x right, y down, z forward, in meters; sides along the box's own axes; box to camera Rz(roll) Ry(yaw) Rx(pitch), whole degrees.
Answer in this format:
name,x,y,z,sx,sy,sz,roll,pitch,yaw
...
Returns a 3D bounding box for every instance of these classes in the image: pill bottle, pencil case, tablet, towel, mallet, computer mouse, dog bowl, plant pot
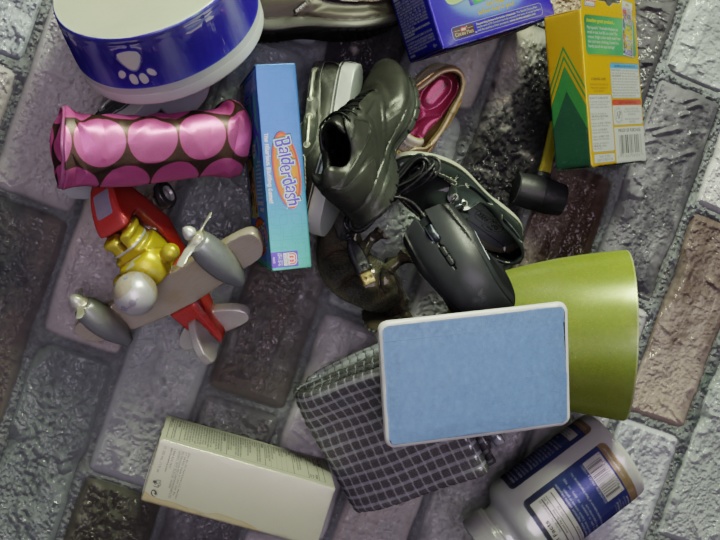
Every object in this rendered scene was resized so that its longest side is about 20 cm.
name,x,y,z,sx,sy,sz,roll,pitch,yaw
pill bottle,0.222,0.270,1.044,0.199,0.111,0.112,-35,98,-4
pencil case,-0.214,-0.130,0.901,0.197,0.094,0.091,-6,137,-30
tablet,0.117,0.105,0.901,0.197,0.014,0.132,-6,100,-8
towel,0.039,0.166,0.981,0.198,0.085,0.167,-25,97,31
mallet,0.238,-0.163,1.053,0.065,0.041,0.203,21,87,-8
computer mouse,0.064,-0.009,0.938,0.139,0.046,0.202,-31,87,12
dog bowl,-0.202,-0.264,0.896,0.198,0.201,0.079,-24,141,-6
plant pot,0.197,0.070,1.006,0.197,0.187,0.190,1,94,8

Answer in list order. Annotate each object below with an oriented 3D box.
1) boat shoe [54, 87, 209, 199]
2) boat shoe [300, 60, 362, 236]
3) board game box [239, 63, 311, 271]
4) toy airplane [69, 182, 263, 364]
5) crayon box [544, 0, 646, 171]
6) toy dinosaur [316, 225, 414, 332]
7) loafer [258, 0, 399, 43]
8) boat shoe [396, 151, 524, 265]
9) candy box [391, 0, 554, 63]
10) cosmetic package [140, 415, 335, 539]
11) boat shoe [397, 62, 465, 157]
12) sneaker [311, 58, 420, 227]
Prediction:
name,x,y,z,sx,sy,sz,roll,pitch,yaw
boat shoe,-0.253,-0.161,0.964,0.200,0.068,0.072,-44,136,0
boat shoe,-0.044,-0.137,0.987,0.063,0.071,0.203,7,75,12
board game box,-0.093,-0.106,0.946,0.044,0.152,0.203,-5,96,-13
toy airplane,-0.210,0.018,0.942,0.196,0.141,0.202,19,114,7
crayon box,0.267,-0.220,1.012,0.125,0.051,0.203,-11,98,-44
toy dinosaur,0.000,0.000,1.005,0.199,0.077,0.103,40,95,-6
loafer,-0.050,-0.292,0.978,0.197,0.073,0.073,-4,94,-9
boat shoe,0.110,-0.062,0.997,0.198,0.067,0.074,34,117,-28
candy box,0.105,-0.349,0.970,0.167,0.077,0.203,-22,100,-28
cosmetic package,-0.135,0.232,0.992,0.197,0.104,0.074,19,93,-8
boat shoe,0.047,-0.153,1.005,0.073,0.069,0.201,35,90,-11
sneaker,0.004,-0.149,0.926,0.090,0.075,0.202,33,54,-32
